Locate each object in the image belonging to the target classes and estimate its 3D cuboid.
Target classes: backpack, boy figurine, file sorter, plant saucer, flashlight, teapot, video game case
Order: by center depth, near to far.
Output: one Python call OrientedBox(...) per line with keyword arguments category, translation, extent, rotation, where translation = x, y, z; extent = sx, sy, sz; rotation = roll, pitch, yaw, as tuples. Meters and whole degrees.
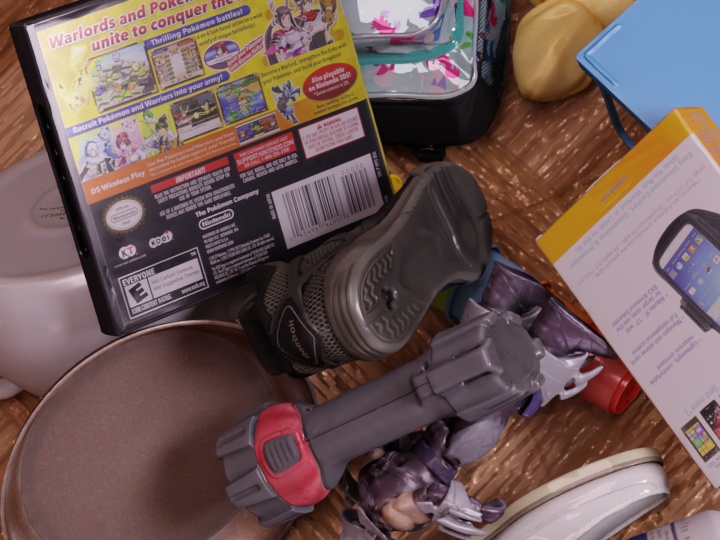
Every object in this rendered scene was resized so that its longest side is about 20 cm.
OrientedBox(category="flashlight", translation=(0.012, 0.080, 1.423), extent=(0.200, 0.068, 0.068), rotation=(-27, 37, 32))
OrientedBox(category="video game case", translation=(-0.083, -0.082, 1.458), extent=(0.200, 0.025, 0.181), rotation=(-23, 105, -29))
OrientedBox(category="plant saucer", translation=(-0.118, 0.111, 1.493), extent=(0.200, 0.200, 0.032), rotation=(-40, 38, -3))
OrientedBox(category="file sorter", translation=(0.253, -0.125, 1.515), extent=(0.200, 0.123, 0.139), rotation=(-42, 66, -4))
OrientedBox(category="teapot", translation=(-0.153, 0.019, 1.556), extent=(0.197, 0.146, 0.200), rotation=(-31, 34, -20))
OrientedBox(category="backpack", translation=(0.003, -0.187, 1.594), extent=(0.177, 0.151, 0.201), rotation=(1, 65, 16))
OrientedBox(category="boy figurine", translation=(0.153, -0.190, 1.596), extent=(0.124, 0.064, 0.201), rotation=(22, 78, 0))

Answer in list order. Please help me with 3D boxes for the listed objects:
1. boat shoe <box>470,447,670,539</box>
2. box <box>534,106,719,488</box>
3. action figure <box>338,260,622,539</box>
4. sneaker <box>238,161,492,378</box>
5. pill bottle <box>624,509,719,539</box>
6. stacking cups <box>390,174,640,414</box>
OrientedBox(category="boat shoe", translation=(0.096, 0.174, 1.472), extent=(0.200, 0.075, 0.069), rotation=(-32, 66, 12))
OrientedBox(category="box", translation=(0.198, 0.023, 1.417), extent=(0.119, 0.041, 0.200), rotation=(-44, 73, 29))
OrientedBox(category="action figure", translation=(0.054, 0.097, 1.470), extent=(0.200, 0.069, 0.130), rotation=(-51, 32, 6))
OrientedBox(category="sneaker", translation=(0.000, 0.000, 1.464), extent=(0.114, 0.199, 0.076), rotation=(-15, 108, 32))
OrientedBox(category="pill bottle", translation=(0.118, 0.215, 1.367), extent=(0.199, 0.120, 0.120), rotation=(-21, 66, 6))
OrientedBox(category="stacking cups", translation=(0.079, 0.019, 1.538), extent=(0.200, 0.061, 0.061), rotation=(36, 81, 22))
